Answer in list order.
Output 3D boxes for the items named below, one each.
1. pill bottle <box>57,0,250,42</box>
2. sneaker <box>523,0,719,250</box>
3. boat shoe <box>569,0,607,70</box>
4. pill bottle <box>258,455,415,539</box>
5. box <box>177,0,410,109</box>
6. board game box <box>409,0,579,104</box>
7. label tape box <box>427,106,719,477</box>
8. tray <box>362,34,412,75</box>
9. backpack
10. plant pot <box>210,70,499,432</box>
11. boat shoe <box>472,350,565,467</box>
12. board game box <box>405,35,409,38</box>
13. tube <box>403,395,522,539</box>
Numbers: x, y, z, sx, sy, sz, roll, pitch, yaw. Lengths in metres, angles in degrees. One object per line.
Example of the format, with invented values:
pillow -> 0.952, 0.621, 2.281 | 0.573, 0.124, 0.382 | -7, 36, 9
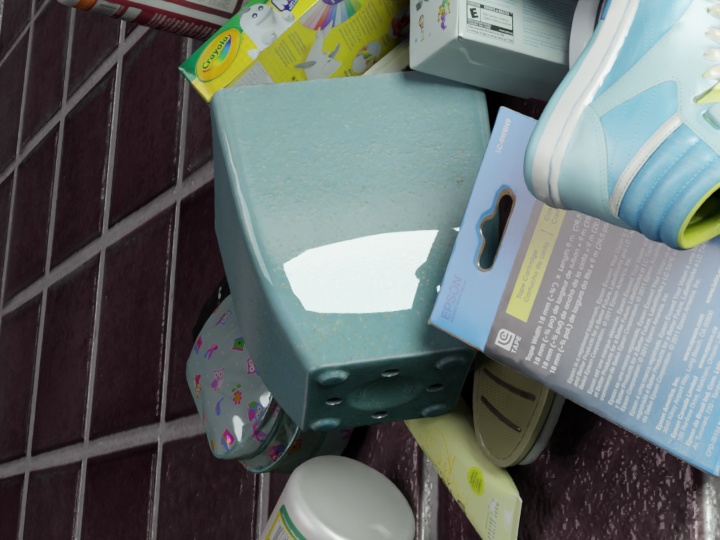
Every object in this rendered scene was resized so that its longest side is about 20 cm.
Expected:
pill bottle -> -0.136, -0.242, 0.968 | 0.109, 0.198, 0.111 | -25, 61, 55
sneaker -> 0.183, -0.101, 0.622 | 0.130, 0.079, 0.201 | 32, 98, 34
boat shoe -> 0.184, -0.090, 0.770 | 0.071, 0.072, 0.202 | -16, 77, 50
pill bottle -> -0.042, 0.262, 1.008 | 0.201, 0.112, 0.113 | -64, 32, 26
box -> -0.030, -0.178, 0.901 | 0.200, 0.117, 0.048 | -41, 65, -1
board game box -> 0.111, -0.226, 0.851 | 0.064, 0.146, 0.202 | -26, 58, 58
label tape box -> 0.153, 0.006, 0.706 | 0.199, 0.063, 0.146 | 28, 107, 33
tray -> 0.030, -0.160, 0.971 | 0.107, 0.022, 0.200 | -44, 2, 46
backpack -> -0.083, 0.098, 1.120 | 0.167, 0.126, 0.201 | -56, 39, 31
plant pot -> 0.000, 0.000, 0.878 | 0.197, 0.193, 0.202 | 100, 163, -60
boat shoe -> 0.130, 0.036, 0.815 | 0.075, 0.068, 0.202 | 29, 112, 50
board game box -> 0.008, -0.221, 1.048 | 0.201, 0.133, 0.045 | -56, 37, 36
tube -> 0.071, 0.129, 0.911 | 0.052, 0.058, 0.200 | -44, 42, 9
